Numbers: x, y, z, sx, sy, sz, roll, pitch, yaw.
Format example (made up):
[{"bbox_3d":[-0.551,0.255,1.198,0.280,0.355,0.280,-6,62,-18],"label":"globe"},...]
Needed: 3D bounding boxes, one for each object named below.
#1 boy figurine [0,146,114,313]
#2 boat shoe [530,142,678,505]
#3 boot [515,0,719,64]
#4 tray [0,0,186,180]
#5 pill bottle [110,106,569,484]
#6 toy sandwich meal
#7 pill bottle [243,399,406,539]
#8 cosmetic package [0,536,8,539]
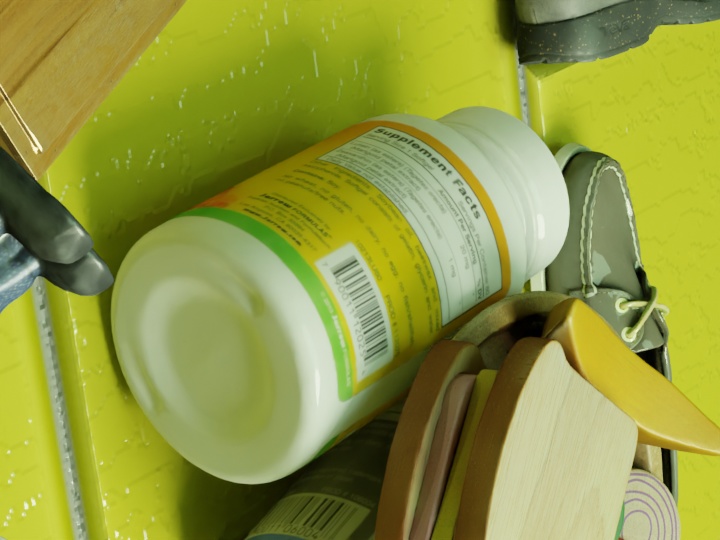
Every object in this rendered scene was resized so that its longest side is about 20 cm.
[{"bbox_3d":[-0.170,0.043,0.738,0.200,0.064,0.124,-46,164,-14],"label":"boy figurine"},{"bbox_3d":[0.128,0.036,1.206,0.072,0.060,0.203,-20,111,-48],"label":"boat shoe"},{"bbox_3d":[0.137,-0.185,1.184,0.200,0.069,0.133,-26,110,-51],"label":"boot"},{"bbox_3d":[-0.100,-0.139,0.916,0.200,0.037,0.099,-56,134,-31],"label":"tray"},{"bbox_3d":[0.000,0.000,1.002,0.200,0.111,0.112,-30,118,-45],"label":"pill bottle"},{"bbox_3d":[0.082,0.099,0.973,0.204,0.070,0.207,-3,94,-48],"label":"toy sandwich meal"},{"bbox_3d":[0.033,0.108,1.058,0.200,0.113,0.114,-46,129,-36],"label":"pill bottle"},{"bbox_3d":[-0.188,0.175,0.800,0.085,0.107,0.201,35,70,-47],"label":"cosmetic package"}]
